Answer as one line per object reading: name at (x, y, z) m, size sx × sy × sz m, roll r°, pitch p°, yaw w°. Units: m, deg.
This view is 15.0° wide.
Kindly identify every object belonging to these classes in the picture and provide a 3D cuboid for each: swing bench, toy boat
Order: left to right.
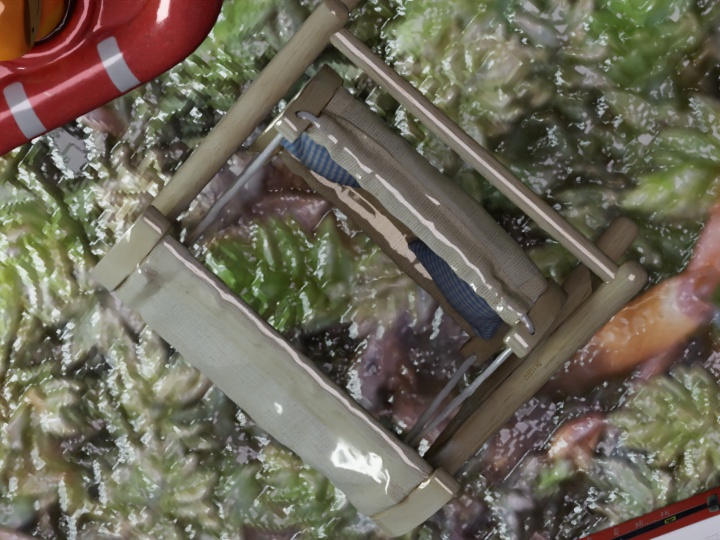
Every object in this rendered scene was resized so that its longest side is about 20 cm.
toy boat at (-0.161, -0.131, 1.302) m, size 0.199 × 0.131 × 0.131 m, roll -26°, pitch 98°, yaw 9°
swing bench at (0.000, 0.000, 1.316) m, size 0.199 × 0.130 × 0.200 m, roll 40°, pitch 102°, yaw -4°

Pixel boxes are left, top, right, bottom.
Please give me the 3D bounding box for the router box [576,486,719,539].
router box at (0.141, 0.234, 1.390) m, size 0.178 × 0.049 × 0.201 m, roll -20°, pitch 99°, yaw 8°
